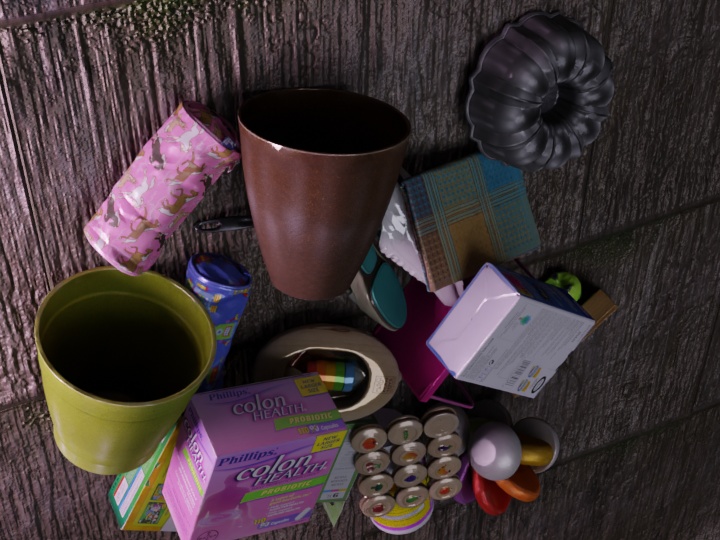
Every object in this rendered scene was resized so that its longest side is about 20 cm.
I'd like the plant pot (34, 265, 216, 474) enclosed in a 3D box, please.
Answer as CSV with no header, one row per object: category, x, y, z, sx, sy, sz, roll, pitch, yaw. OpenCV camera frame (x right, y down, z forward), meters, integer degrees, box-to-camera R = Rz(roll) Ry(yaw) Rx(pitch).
plant pot,-0.284,0.132,1.350,0.200,0.201,0.193,-6,141,-26

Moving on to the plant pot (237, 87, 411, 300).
plant pot,-0.047,-0.075,1.284,0.186,0.187,0.201,-8,121,-25

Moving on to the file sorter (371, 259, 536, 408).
file sorter,0.144,0.067,1.567,0.125,0.139,0.200,19,115,-43

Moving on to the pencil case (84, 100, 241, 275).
pencil case,-0.215,-0.088,1.269,0.200,0.087,0.083,-48,165,13

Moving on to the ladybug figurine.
ladybug figurine,-0.044,0.130,1.528,0.199,0.072,0.136,9,105,-13

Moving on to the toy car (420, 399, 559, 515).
toy car,0.184,0.279,1.711,0.175,0.200,0.151,4,102,-51

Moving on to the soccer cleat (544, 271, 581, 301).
soccer cleat,0.245,0.083,1.692,0.200,0.068,0.081,-40,148,4

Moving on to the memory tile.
memory tile,0.067,0.268,1.602,0.153,0.017,0.200,-13,133,-6

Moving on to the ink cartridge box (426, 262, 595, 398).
ink cartridge box,0.200,0.081,1.457,0.200,0.076,0.137,19,115,-43

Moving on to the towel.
towel,0.139,-0.069,1.447,0.200,0.022,0.147,-22,101,-37

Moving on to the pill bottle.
pill bottle,0.047,0.296,1.719,0.104,0.104,0.200,-24,134,-11

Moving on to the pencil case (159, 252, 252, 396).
pencil case,-0.188,0.074,1.418,0.087,0.078,0.201,-5,128,-35

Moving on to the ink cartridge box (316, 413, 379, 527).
ink cartridge box,-0.049,0.256,1.631,0.059,0.104,0.200,1,125,-31

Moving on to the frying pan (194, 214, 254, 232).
frying pan,-0.088,-0.049,1.378,0.190,0.031,0.115,-29,94,0

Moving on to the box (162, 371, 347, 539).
box,-0.135,0.238,1.443,0.175,0.097,0.200,-7,137,-30

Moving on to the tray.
tray,0.298,0.109,1.732,0.200,0.037,0.099,-43,167,9

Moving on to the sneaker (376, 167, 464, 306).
sneaker,0.065,-0.032,1.461,0.080,0.076,0.200,-31,108,-4

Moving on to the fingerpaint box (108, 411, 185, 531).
fingerpaint box,-0.219,0.253,1.550,0.166,0.073,0.200,11,119,-37

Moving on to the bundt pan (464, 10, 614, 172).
bundt pan,0.230,-0.209,1.411,0.201,0.076,0.203,-16,123,-26

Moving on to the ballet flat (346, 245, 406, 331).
ballet flat,0.000,0.000,1.479,0.069,0.070,0.200,-30,129,-5
